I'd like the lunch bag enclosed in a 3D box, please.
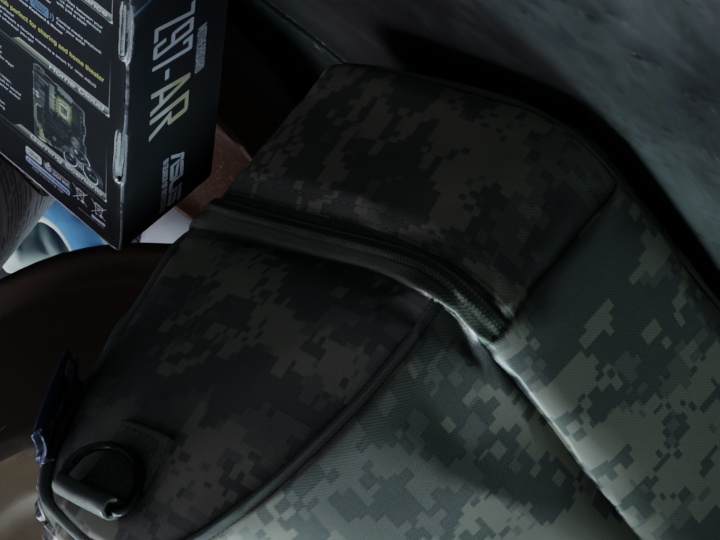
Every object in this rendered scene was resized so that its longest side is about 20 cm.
[{"bbox_3d":[0.018,0.063,0.826,0.139,0.168,0.200,16,152,47],"label":"lunch bag"}]

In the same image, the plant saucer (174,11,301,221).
[{"bbox_3d":[-0.077,-0.076,1.012,0.200,0.037,0.200,40,168,10],"label":"plant saucer"}]

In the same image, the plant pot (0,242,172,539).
[{"bbox_3d":[-0.077,0.096,0.960,0.200,0.200,0.175,43,-175,-2],"label":"plant pot"}]

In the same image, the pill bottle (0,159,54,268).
[{"bbox_3d":[-0.184,-0.027,1.094,0.113,0.200,0.114,9,123,15],"label":"pill bottle"}]

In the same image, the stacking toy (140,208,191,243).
[{"bbox_3d":[-0.067,0.064,1.210,0.146,0.146,0.201,27,123,54],"label":"stacking toy"}]

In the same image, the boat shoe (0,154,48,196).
[{"bbox_3d":[-0.170,-0.085,1.021,0.200,0.071,0.072,42,169,0],"label":"boat shoe"}]

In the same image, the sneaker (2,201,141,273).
[{"bbox_3d":[-0.080,0.022,1.303,0.200,0.073,0.072,35,165,27],"label":"sneaker"}]

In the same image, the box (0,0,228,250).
[{"bbox_3d":[-0.126,-0.119,0.878,0.200,0.044,0.160,39,151,19],"label":"box"}]
